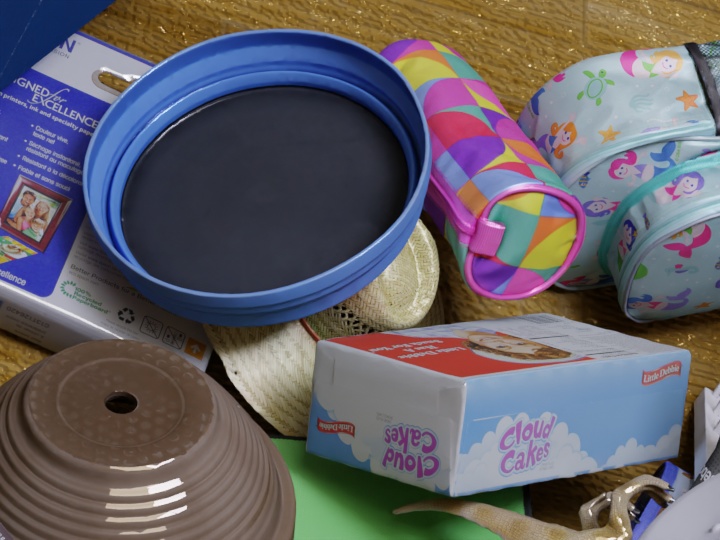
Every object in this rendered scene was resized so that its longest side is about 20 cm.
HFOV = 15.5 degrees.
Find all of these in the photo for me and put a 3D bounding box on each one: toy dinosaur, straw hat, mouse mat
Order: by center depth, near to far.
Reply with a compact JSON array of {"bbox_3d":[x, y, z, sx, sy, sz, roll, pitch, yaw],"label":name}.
[{"bbox_3d":[0.121,0.152,1.403,0.200,0.058,0.101,38,58,18],"label":"toy dinosaur"},{"bbox_3d":[-0.003,0.148,1.443,0.199,0.008,0.161,4,39,-3],"label":"mouse mat"},{"bbox_3d":[0.000,0.000,1.532,0.201,0.085,0.202,18,58,-30],"label":"straw hat"}]

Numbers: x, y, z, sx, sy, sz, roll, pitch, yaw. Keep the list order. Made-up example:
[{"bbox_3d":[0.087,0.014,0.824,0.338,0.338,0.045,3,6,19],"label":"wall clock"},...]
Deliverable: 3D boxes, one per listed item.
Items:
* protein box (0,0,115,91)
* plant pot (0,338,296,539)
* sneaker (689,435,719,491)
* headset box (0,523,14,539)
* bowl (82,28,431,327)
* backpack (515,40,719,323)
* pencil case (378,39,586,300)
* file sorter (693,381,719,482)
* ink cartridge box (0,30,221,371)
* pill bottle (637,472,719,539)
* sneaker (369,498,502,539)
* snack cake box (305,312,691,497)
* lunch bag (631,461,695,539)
[{"bbox_3d":[-0.234,-0.242,1.560,0.200,0.135,0.199,31,50,18],"label":"protein box"},{"bbox_3d":[-0.131,0.102,1.397,0.200,0.093,0.201,5,40,-4],"label":"plant pot"},{"bbox_3d":[0.222,0.098,1.413,0.090,0.066,0.201,-2,99,-1],"label":"sneaker"},{"bbox_3d":[-0.266,0.126,1.326,0.075,0.149,0.200,-33,75,-37],"label":"headset box"},{"bbox_3d":[-0.057,-0.053,1.498,0.200,0.039,0.201,-5,51,6],"label":"bowl"},{"bbox_3d":[0.194,-0.058,1.626,0.199,0.178,0.151,-3,60,-13],"label":"backpack"},{"bbox_3d":[0.059,-0.064,1.578,0.088,0.089,0.200,-3,32,-25],"label":"pencil case"},{"bbox_3d":[0.285,0.090,1.539,0.139,0.125,0.200,32,14,0],"label":"file sorter"},{"bbox_3d":[-0.158,-0.042,1.549,0.197,0.047,0.200,24,50,-6],"label":"ink cartridge box"},{"bbox_3d":[0.230,0.204,1.347,0.106,0.106,0.200,-46,107,-38],"label":"pill bottle"},{"bbox_3d":[0.011,0.180,1.472,0.199,0.075,0.100,-17,43,-28],"label":"sneaker"},{"bbox_3d":[0.080,0.073,1.488,0.115,0.067,0.200,16,14,43],"label":"snack cake box"},{"bbox_3d":[0.195,0.225,1.476,0.170,0.124,0.200,32,59,2],"label":"lunch bag"}]
